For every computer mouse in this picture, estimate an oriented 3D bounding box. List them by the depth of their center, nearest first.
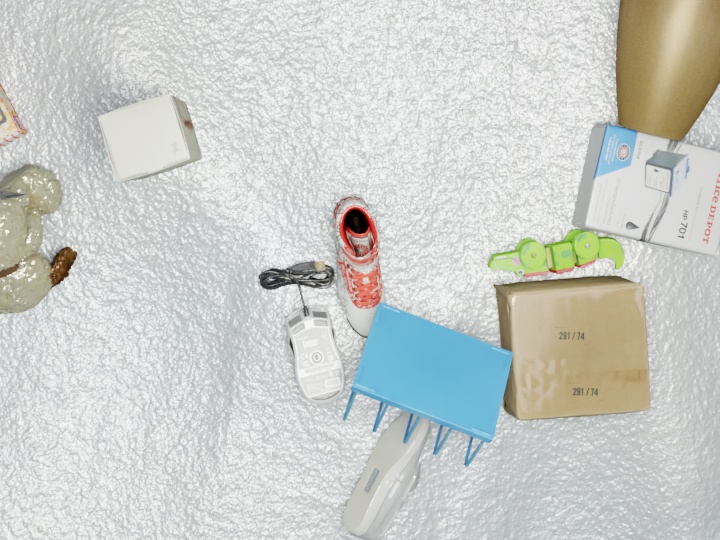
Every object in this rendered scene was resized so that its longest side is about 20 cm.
[{"bbox_3d":[-0.074,0.090,1.626,0.108,0.044,0.204,-12,90,-8],"label":"computer mouse"}]

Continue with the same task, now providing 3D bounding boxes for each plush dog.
[{"bbox_3d":[-0.480,-0.022,1.546,0.197,0.161,0.174,-21,119,-3],"label":"plush dog"}]

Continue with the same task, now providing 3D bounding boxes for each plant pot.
[{"bbox_3d":[0.426,-0.288,1.575,0.183,0.187,0.204,12,102,-5],"label":"plant pot"}]

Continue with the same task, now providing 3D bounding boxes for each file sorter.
[{"bbox_3d":[0.087,0.164,1.572,0.197,0.123,0.140,21,53,-1],"label":"file sorter"}]

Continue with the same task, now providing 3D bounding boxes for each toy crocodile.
[{"bbox_3d":[0.278,-0.019,1.630,0.196,0.068,0.063,-10,96,-4],"label":"toy crocodile"}]

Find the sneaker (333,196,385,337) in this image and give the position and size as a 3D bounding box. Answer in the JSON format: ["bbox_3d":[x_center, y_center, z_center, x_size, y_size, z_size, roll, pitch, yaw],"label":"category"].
[{"bbox_3d":[-0.001,0.000,1.590,0.066,0.108,0.206,-8,95,-4],"label":"sneaker"}]

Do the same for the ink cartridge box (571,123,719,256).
[{"bbox_3d":[0.416,-0.114,1.625,0.196,0.086,0.149,12,93,-4],"label":"ink cartridge box"}]

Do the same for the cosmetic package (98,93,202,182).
[{"bbox_3d":[-0.273,-0.173,1.509,0.102,0.200,0.089,-17,97,-3],"label":"cosmetic package"}]

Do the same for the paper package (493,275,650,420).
[{"bbox_3d":[0.298,0.109,1.624,0.196,0.103,0.195,-5,96,-5],"label":"paper package"}]

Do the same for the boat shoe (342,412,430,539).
[{"bbox_3d":[0.052,0.296,1.641,0.068,0.072,0.202,33,79,-34],"label":"boat shoe"}]

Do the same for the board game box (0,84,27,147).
[{"bbox_3d":[-0.571,-0.241,1.559,0.150,0.046,0.202,-27,96,-2],"label":"board game box"}]
